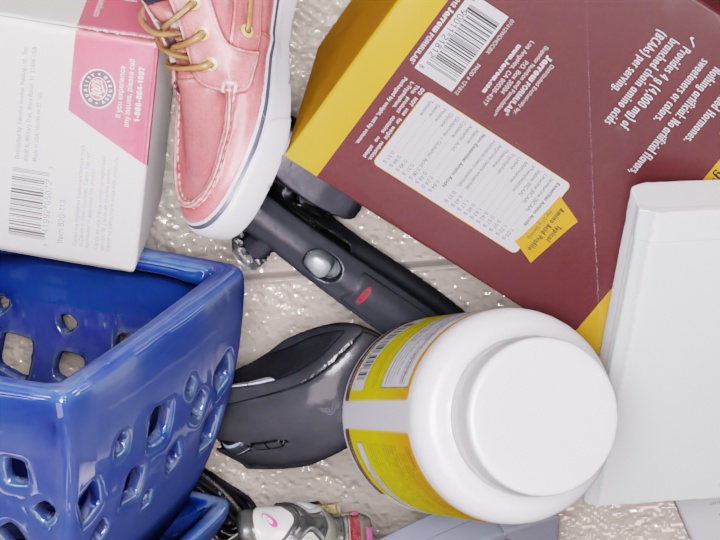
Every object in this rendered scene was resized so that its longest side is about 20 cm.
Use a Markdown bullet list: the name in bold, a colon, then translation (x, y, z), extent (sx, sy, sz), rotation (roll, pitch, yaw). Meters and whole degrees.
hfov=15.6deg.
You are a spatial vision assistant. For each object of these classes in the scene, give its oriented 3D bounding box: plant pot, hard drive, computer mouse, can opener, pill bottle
- **plant pot**: translation (-0.188, 0.096, 1.443), extent (0.199, 0.200, 0.180), rotation (9, 115, 23)
- **hard drive**: translation (0.189, 0.038, 1.354), extent (0.131, 0.026, 0.200), rotation (-3, 130, -11)
- **computer mouse**: translation (-0.041, 0.108, 1.525), extent (0.200, 0.046, 0.141), rotation (-19, 126, 30)
- **can opener**: translation (0.000, 0.000, 1.471), extent (0.200, 0.063, 0.079), rotation (42, 117, -15)
- **pill bottle**: translation (0.064, 0.075, 1.368), extent (0.109, 0.200, 0.110), rotation (1, 87, -14)

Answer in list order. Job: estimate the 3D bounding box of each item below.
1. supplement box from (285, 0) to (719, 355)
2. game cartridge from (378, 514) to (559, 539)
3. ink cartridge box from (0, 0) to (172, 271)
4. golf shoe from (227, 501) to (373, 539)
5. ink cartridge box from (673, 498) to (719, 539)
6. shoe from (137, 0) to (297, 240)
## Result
- **supplement box**: translation (0.103, -0.105, 1.355), extent (0.200, 0.133, 0.197), rotation (32, 119, -11)
- **game cartridge**: translation (0.026, 0.203, 1.525), extent (0.200, 0.041, 0.133), rotation (-25, 144, -22)
- **ink cartridge box**: translation (-0.206, -0.095, 1.433), extent (0.199, 0.083, 0.147), rotation (10, 121, 1)
- **golf shoe**: translation (-0.071, 0.198, 1.573), extent (0.092, 0.073, 0.200), rotation (15, 135, -21)
- **ink cartridge box**: translation (0.284, 0.117, 1.488), extent (0.199, 0.084, 0.176), rotation (-16, 116, 17)
- **shoe**: translation (-0.084, -0.121, 1.340), extent (0.091, 0.201, 0.071), rotation (20, 164, -38)
